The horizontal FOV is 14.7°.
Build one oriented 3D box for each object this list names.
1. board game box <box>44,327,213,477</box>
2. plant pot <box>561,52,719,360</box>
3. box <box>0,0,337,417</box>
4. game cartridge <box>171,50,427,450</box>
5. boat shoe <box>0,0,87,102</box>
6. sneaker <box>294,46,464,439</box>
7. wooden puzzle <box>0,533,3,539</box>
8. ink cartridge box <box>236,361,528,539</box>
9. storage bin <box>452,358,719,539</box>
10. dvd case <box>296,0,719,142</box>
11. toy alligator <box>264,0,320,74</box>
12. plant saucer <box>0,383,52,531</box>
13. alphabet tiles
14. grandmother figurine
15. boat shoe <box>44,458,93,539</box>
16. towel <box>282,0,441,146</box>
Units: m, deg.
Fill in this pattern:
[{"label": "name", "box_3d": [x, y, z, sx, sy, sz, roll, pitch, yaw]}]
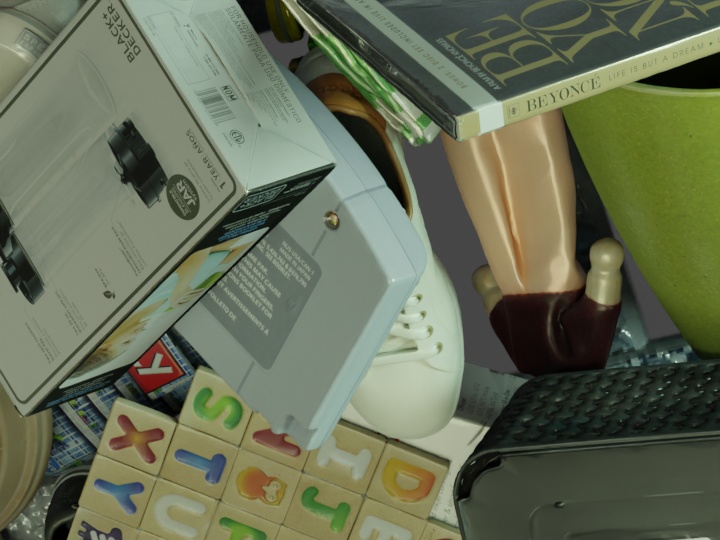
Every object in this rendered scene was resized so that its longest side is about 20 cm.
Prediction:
[{"label": "board game box", "box_3d": [-0.129, -0.009, 1.392, 0.200, 0.062, 0.200, -27, 107, 21]}, {"label": "plant pot", "box_3d": [0.183, -0.051, 1.265, 0.187, 0.187, 0.200, -5, 127, 13]}, {"label": "box", "box_3d": [-0.111, -0.035, 1.241, 0.200, 0.060, 0.117, -44, 74, 41]}, {"label": "game cartridge", "box_3d": [-0.058, -0.031, 1.260, 0.200, 0.040, 0.133, 46, 133, 21]}, {"label": "boat shoe", "box_3d": [-0.201, -0.120, 1.332, 0.200, 0.069, 0.072, -1, 139, 50]}, {"label": "sneaker", "box_3d": [0.000, 0.000, 1.297, 0.073, 0.085, 0.200, -11, 112, 9]}, {"label": "wooden puzzle", "box_3d": [-0.292, 0.150, 1.505, 0.200, 0.046, 0.185, -14, 112, 17]}, {"label": "ink cartridge box", "box_3d": [0.049, 0.110, 1.411, 0.200, 0.067, 0.116, 17, 117, 2]}, {"label": "storage bin", "box_3d": [0.156, 0.119, 1.246, 0.200, 0.094, 0.135, -6, 108, 21]}, {"label": "dvd case", "box_3d": [0.092, -0.120, 1.185, 0.200, 0.149, 0.016, -20, 126, -19]}, {"label": "toy alligator", "box_3d": [-0.014, -0.138, 1.314, 0.059, 0.054, 0.200, -12, 112, 11]}, {"label": "plant saucer", "box_3d": [-0.253, 0.067, 1.409, 0.200, 0.029, 0.200, 8, 122, 13]}, {"label": "alphabet tiles", "box_3d": [-0.044, 0.140, 1.401, 0.200, 0.006, 0.166, 21, 117, 0]}, {"label": "grandmother figurine", "box_3d": [0.086, 0.010, 1.329, 0.061, 0.121, 0.200, -14, 92, -17]}, {"label": "boat shoe", "box_3d": [-0.072, 0.157, 1.456, 0.200, 0.066, 0.070, 24, 117, -1]}, {"label": "towel", "box_3d": [-0.001, -0.173, 1.253, 0.200, 0.153, 0.023, 46, 150, -14]}]
